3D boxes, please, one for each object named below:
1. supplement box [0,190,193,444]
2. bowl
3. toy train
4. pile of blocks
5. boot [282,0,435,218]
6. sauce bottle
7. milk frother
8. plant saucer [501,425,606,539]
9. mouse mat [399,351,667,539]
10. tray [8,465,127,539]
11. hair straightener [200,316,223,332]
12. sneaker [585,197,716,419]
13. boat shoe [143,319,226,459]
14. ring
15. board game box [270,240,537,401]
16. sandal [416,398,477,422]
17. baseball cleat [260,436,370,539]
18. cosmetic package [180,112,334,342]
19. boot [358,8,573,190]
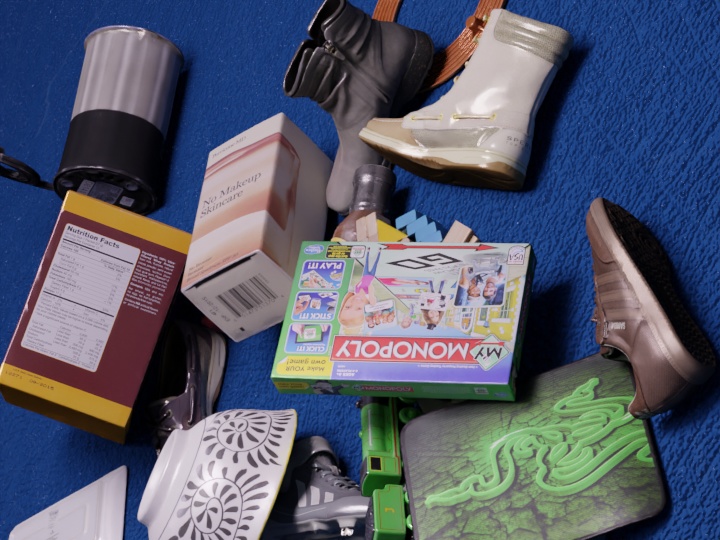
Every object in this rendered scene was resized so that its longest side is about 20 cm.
[{"bbox_3d":[-0.263,0.051,1.936,0.197,0.132,0.201,127,162,-78],"label":"supplement box"},{"bbox_3d":[-0.138,0.198,1.718,0.201,0.094,0.201,-157,90,-80],"label":"bowl"},{"bbox_3d":[0.027,0.162,1.597,0.200,0.056,0.042,-94,11,-55],"label":"toy train"},{"bbox_3d":[0.076,-0.002,1.678,0.082,0.062,0.200,-57,44,5],"label":"pile of blocks"},{"bbox_3d":[-0.023,-0.157,1.828,0.068,0.130,0.200,38,109,52],"label":"boot"},{"bbox_3d":[0.000,0.000,1.770,0.065,0.065,0.201,-19,52,44],"label":"sauce bottle"},{"bbox_3d":[-0.321,-0.173,2.173,0.180,0.200,0.189,-24,50,47],"label":"milk frother"},{"bbox_3d":[0.110,0.192,1.523,0.201,0.039,0.201,-31,46,38],"label":"plant saucer"},{"bbox_3d":[0.128,0.151,1.488,0.199,0.008,0.161,-21,48,13],"label":"mouse mat"},{"bbox_3d":[-0.313,0.280,2.015,0.200,0.022,0.108,-31,45,37],"label":"tray"},{"bbox_3d":[-0.077,0.008,1.879,0.200,0.041,0.077,-16,56,46],"label":"hair straightener"},{"bbox_3d":[0.202,0.027,1.490,0.076,0.070,0.200,-46,38,23],"label":"sneaker"},{"bbox_3d":[-0.181,0.142,1.900,0.072,0.065,0.201,-19,53,45],"label":"boat shoe"},{"bbox_3d":[0.073,-0.264,1.891,0.200,0.019,0.201,-29,47,37],"label":"ring"},{"bbox_3d":[0.036,0.039,1.579,0.199,0.029,0.135,0,56,18],"label":"board game box"},{"bbox_3d":[0.036,0.069,1.619,0.201,0.057,0.080,58,143,32],"label":"sandal"},{"bbox_3d":[-0.028,0.189,1.672,0.200,0.070,0.107,-14,57,46],"label":"baseball cleat"},{"bbox_3d":[-0.096,-0.043,1.854,0.103,0.087,0.200,-28,34,27],"label":"cosmetic package"},{"bbox_3d":[0.096,-0.158,1.747,0.200,0.072,0.155,13,79,49],"label":"boot"}]
